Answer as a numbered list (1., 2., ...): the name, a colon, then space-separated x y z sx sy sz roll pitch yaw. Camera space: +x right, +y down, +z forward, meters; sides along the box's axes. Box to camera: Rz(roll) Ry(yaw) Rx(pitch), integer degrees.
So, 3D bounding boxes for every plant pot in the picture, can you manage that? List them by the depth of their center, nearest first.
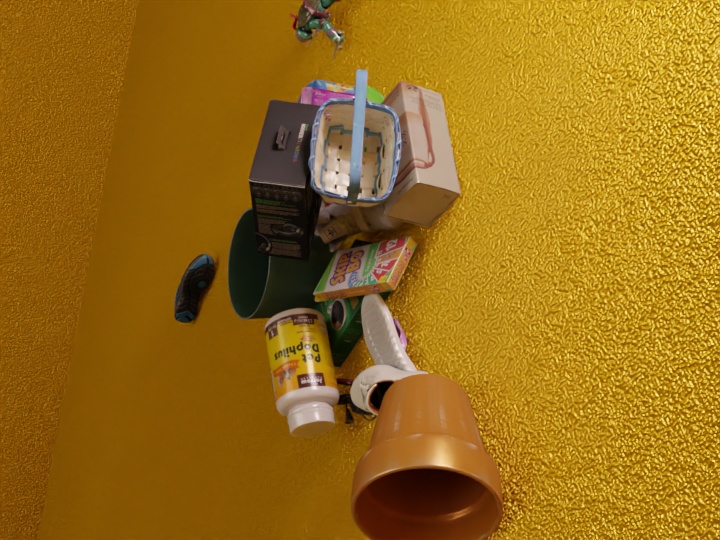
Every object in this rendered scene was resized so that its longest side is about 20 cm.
1. plant pot: 0.090 0.250 1.373 0.201 0.198 0.185 -53 21 38
2. plant pot: -0.136 -0.008 1.874 0.200 0.159 0.204 -13 75 60

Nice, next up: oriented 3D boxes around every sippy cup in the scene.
1. sippy cup: -0.043 -0.278 1.826 0.179 0.129 0.140 -57 38 26

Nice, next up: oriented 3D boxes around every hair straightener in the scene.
1. hair straightener: 0.000 0.221 1.693 0.199 0.040 0.078 -7 75 56

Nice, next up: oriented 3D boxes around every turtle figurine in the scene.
1. turtle figurine: -0.071 -0.509 2.012 0.201 0.100 0.151 -53 38 31

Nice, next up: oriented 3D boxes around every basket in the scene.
1. basket: -0.007 -0.186 1.524 0.200 0.137 0.179 85 -169 -79

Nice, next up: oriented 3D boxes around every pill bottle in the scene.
1. pill bottle: -0.097 0.174 1.718 0.109 0.108 0.202 -44 50 47

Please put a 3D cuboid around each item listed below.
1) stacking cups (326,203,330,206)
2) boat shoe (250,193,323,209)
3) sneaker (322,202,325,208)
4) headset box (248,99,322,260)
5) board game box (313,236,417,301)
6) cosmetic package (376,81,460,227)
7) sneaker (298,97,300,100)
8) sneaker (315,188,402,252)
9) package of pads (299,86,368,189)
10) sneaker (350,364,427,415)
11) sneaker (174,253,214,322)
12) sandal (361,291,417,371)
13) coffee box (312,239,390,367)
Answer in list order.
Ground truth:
1. stacking cups: -0.081 -0.169 1.881 0.201 0.060 0.061 51 127 28
2. boat shoe: -0.112 -0.133 1.907 0.198 0.071 0.070 24 78 20
3. sneaker: -0.129 -0.089 1.980 0.202 0.081 0.075 -66 31 22
4. headset box: -0.114 -0.149 1.633 0.201 0.091 0.176 91 -172 -55
5. board game box: 0.000 0.000 1.662 0.199 0.030 0.096 -13 41 49
6. cosmetic package: 0.085 -0.185 1.615 0.103 0.086 0.202 -45 43 44
7. sneaker: -0.086 -0.256 1.958 0.077 0.081 0.202 -47 44 44
8. sneaker: -0.009 -0.081 1.715 0.114 0.076 0.200 -37 22 -12
9. package of pads: -0.059 -0.218 1.746 0.201 0.119 0.077 110 164 -54
10. sneaker: 0.025 0.184 1.544 0.199 0.084 0.074 -18 85 57
11. sneaker: -0.414 0.030 2.472 0.201 0.072 0.082 -60 32 30
12. sandal: 0.055 0.124 1.608 0.083 0.049 0.205 -52 52 46
13. coffee box: -0.022 0.059 1.772 0.201 0.043 0.124 -58 35 33
